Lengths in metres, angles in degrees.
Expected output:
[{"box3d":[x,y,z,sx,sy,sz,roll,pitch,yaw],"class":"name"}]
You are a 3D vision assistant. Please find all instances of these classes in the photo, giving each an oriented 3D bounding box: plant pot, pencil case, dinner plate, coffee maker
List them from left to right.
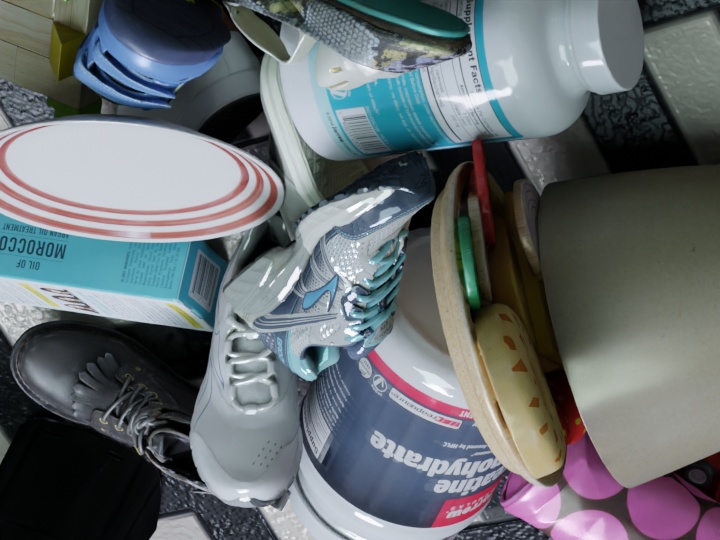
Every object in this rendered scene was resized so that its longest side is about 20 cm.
[{"box3d":[-0.219,0.206,1.987,0.134,0.201,0.192,35,135,-10],"class":"coffee maker"},{"box3d":[-0.144,-0.060,1.722,0.198,0.024,0.200,3,162,1],"class":"dinner plate"},{"box3d":[0.188,0.161,1.783,0.199,0.091,0.094,34,177,-6],"class":"pencil case"},{"box3d":[0.228,0.012,1.664,0.199,0.188,0.188,-16,121,16],"class":"plant pot"}]

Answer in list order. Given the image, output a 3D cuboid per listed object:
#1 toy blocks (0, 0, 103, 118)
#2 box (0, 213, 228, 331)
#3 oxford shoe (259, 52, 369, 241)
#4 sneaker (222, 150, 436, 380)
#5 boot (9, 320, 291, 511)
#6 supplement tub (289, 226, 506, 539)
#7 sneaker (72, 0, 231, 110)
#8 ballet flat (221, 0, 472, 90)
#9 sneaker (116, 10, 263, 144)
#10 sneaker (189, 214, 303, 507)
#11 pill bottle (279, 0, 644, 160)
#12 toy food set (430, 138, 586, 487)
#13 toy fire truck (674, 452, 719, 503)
[{"box3d":[-0.204,-0.195,1.724,0.136,0.100,0.201,22,119,24],"class":"toy blocks"},{"box3d":[-0.194,-0.005,1.881,0.199,0.050,0.082,8,167,18],"class":"box"},{"box3d":[-0.034,-0.065,1.746,0.057,0.076,0.200,5,149,21],"class":"oxford shoe"},{"box3d":[0.000,0.000,1.680,0.087,0.077,0.200,56,144,5],"class":"sneaker"},{"box3d":[-0.140,0.096,1.883,0.199,0.174,0.070,24,92,-7],"class":"boot"},{"box3d":[0.039,0.083,1.812,0.140,0.141,0.201,26,133,1],"class":"supplement tub"},{"box3d":[-0.123,-0.126,1.628,0.074,0.200,0.082,35,98,-5],"class":"sneaker"},{"box3d":[-0.018,-0.141,1.601,0.200,0.072,0.072,30,140,34],"class":"ballet flat"},{"box3d":[-0.123,-0.104,1.795,0.200,0.073,0.085,-39,73,48],"class":"sneaker"},{"box3d":[-0.071,0.054,1.790,0.074,0.201,0.087,1,148,0],"class":"sneaker"},{"box3d":[0.061,-0.128,1.648,0.199,0.111,0.111,-5,125,27],"class":"pill bottle"},{"box3d":[0.091,0.026,1.635,0.048,0.200,0.199,-15,78,17],"class":"toy food set"},{"box3d":[0.197,0.155,1.864,0.199,0.049,0.142,18,132,8],"class":"toy fire truck"}]
